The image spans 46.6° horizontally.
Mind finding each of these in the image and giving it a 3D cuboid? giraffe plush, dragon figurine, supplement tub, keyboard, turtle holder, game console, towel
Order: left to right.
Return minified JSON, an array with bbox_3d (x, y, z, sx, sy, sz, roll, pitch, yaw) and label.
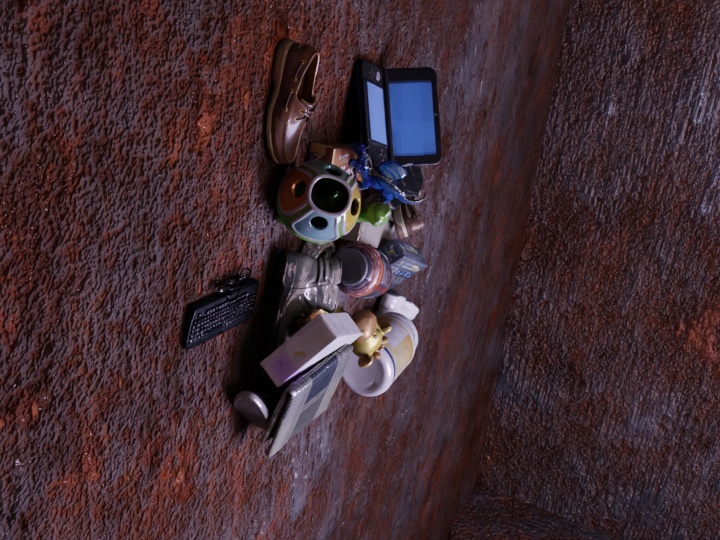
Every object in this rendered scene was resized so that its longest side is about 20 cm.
[{"bbox_3d":[-0.216,0.062,1.377,0.200,0.039,0.106,-30,133,-63],"label":"keyboard"},{"bbox_3d":[-0.103,0.241,1.571,0.192,0.034,0.202,-35,155,-46],"label":"towel"},{"bbox_3d":[-0.054,-0.109,1.447,0.141,0.185,0.132,-50,-169,-14],"label":"turtle holder"},{"bbox_3d":[-0.028,0.125,1.728,0.175,0.160,0.200,-68,158,-15],"label":"giraffe plush"},{"bbox_3d":[0.000,0.000,1.677,0.200,0.105,0.109,21,86,-78],"label":"supplement tub"},{"bbox_3d":[0.047,0.194,1.999,0.200,0.142,0.147,-39,140,-57],"label":"supplement tub"},{"bbox_3d":[0.049,-0.171,1.594,0.060,0.198,0.099,-65,-164,-16],"label":"dragon figurine"},{"bbox_3d":[0.079,-0.315,1.670,0.170,0.116,0.204,-2,87,-68],"label":"game console"}]

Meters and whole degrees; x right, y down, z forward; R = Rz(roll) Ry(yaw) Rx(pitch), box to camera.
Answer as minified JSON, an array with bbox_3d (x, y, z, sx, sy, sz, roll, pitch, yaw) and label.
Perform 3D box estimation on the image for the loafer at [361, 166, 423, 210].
[{"bbox_3d":[0.069,-0.175,1.742,0.200,0.071,0.074,-35,107,-54],"label":"loafer"}]

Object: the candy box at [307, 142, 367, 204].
[{"bbox_3d":[-0.042,-0.184,1.617,0.200,0.056,0.119,-19,122,-67],"label":"candy box"}]

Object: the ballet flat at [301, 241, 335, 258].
[{"bbox_3d":[-0.105,0.020,1.596,0.203,0.071,0.072,-67,158,-15],"label":"ballet flat"}]

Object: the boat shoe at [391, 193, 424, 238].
[{"bbox_3d":[0.098,-0.169,1.838,0.075,0.074,0.206,56,20,-66],"label":"boat shoe"}]

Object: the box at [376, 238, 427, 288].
[{"bbox_3d":[0.052,-0.001,1.873,0.156,0.052,0.200,-31,166,15],"label":"box"}]

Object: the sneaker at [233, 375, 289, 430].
[{"bbox_3d":[-0.178,0.230,1.560,0.201,0.070,0.100,76,37,-64],"label":"sneaker"}]

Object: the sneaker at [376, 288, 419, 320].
[{"bbox_3d":[0.089,0.103,2.169,0.088,0.074,0.200,-61,152,-1],"label":"sneaker"}]

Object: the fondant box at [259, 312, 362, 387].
[{"bbox_3d":[-0.087,0.143,1.550,0.144,0.059,0.200,-39,169,9],"label":"fondant box"}]

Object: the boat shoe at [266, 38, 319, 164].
[{"bbox_3d":[-0.108,-0.270,1.367,0.072,0.067,0.204,-30,133,-61],"label":"boat shoe"}]

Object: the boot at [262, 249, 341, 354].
[{"bbox_3d":[-0.101,0.065,1.538,0.129,0.068,0.204,12,94,-27],"label":"boot"}]

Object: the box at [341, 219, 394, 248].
[{"bbox_3d":[0.002,-0.090,1.767,0.199,0.081,0.070,13,93,-68],"label":"box"}]
